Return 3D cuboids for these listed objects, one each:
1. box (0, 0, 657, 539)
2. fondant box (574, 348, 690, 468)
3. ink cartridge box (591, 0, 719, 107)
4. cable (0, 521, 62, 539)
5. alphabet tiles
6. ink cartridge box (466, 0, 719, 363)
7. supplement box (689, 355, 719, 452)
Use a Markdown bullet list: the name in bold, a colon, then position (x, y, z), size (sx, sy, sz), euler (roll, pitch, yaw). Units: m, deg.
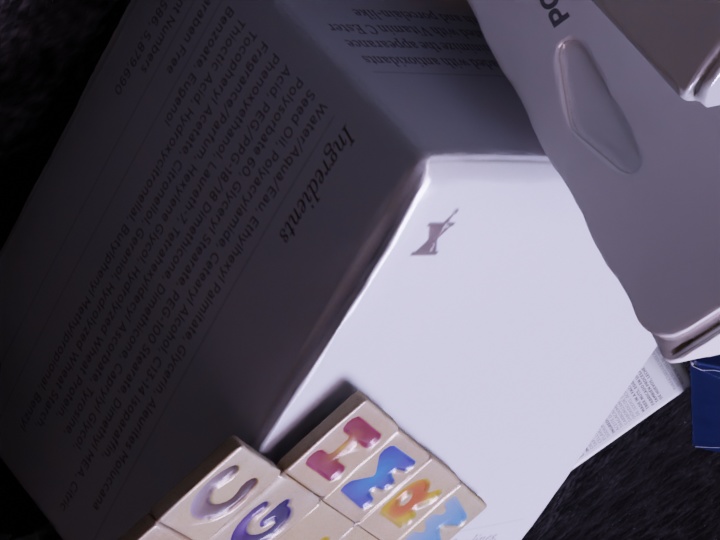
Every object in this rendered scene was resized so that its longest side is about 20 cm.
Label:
- **box**: position (0.000, 0.000, 0.782), size (0.198, 0.131, 0.200), euler (-3, 132, -50)
- **fondant box**: position (0.060, 0.092, 1.226), size (0.199, 0.058, 0.144), euler (-32, -174, -15)
- **ink cartridge box**: position (0.071, -0.143, 0.540), size (0.144, 0.200, 0.085), euler (-18, 153, -50)
- **cable**: position (-0.119, 0.103, 0.961), size (0.199, 0.051, 0.097), euler (-9, 175, -1)
- **alphabet tiles**: position (-0.039, 0.114, 0.746), size (0.166, 0.006, 0.200), euler (-41, 152, 2)
- **ink cartridge box**: position (0.135, -0.060, 0.715), size (0.084, 0.145, 0.200), euler (-36, 163, 31)
- **supplement box**: position (0.256, -0.010, 1.195), size (0.200, 0.134, 0.201), euler (63, 40, -72)
